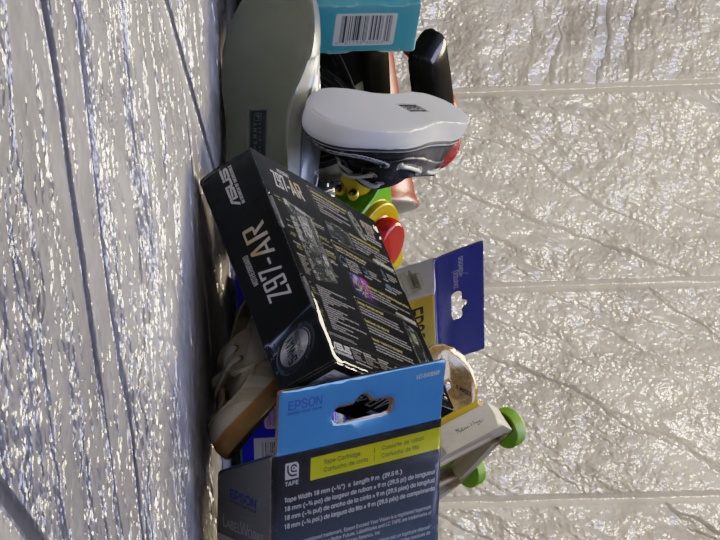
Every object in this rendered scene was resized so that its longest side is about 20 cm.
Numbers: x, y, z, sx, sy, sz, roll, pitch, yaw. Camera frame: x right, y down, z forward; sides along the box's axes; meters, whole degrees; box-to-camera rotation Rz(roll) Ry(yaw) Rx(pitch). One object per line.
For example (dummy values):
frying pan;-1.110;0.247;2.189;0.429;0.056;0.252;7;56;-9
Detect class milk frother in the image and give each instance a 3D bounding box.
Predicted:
milk frother;-0.040;-0.132;1.621;0.200;0.180;0.189;-42;152;-22

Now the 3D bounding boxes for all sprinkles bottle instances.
sprinkles bottle;0.008;0.117;1.674;0.200;0.068;0.069;-23;-119;46

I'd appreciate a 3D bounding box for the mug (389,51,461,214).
mug;-0.001;-0.152;1.818;0.133;0.176;0.201;69;15;-84

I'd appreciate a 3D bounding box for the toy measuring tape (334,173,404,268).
toy measuring tape;0.000;0.000;1.597;0.074;0.073;0.201;-89;174;-47

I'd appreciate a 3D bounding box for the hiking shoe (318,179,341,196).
hiking shoe;-0.044;-0.022;1.688;0.200;0.074;0.087;93;-3;-78

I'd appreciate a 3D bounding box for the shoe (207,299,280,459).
shoe;-0.077;0.068;1.360;0.070;0.053;0.200;-53;-176;19

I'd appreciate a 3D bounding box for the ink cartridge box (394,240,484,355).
ink cartridge box;0.020;0.067;1.773;0.198;0.199;0.047;82;-9;-60

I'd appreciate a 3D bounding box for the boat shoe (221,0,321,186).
boat shoe;-0.061;-0.113;1.470;0.071;0.070;0.202;27;66;-72

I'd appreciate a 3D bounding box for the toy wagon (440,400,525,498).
toy wagon;0.040;0.174;1.597;0.040;0.155;0.200;55;-39;15

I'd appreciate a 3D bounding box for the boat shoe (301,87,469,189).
boat shoe;0.012;-0.091;1.483;0.200;0.072;0.068;-13;129;-63

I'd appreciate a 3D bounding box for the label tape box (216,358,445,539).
label tape box;-0.019;0.157;1.316;0.063;0.144;0.201;16;-71;48

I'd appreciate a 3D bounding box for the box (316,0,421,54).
box;-0.011;-0.251;1.551;0.049;0.082;0.201;100;-18;-48

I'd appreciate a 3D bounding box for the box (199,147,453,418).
box;-0.019;0.019;1.360;0.200;0.043;0.161;27;37;-63

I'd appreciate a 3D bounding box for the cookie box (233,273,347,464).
cookie box;-0.050;0.094;1.551;0.200;0.075;0.172;71;16;-82
